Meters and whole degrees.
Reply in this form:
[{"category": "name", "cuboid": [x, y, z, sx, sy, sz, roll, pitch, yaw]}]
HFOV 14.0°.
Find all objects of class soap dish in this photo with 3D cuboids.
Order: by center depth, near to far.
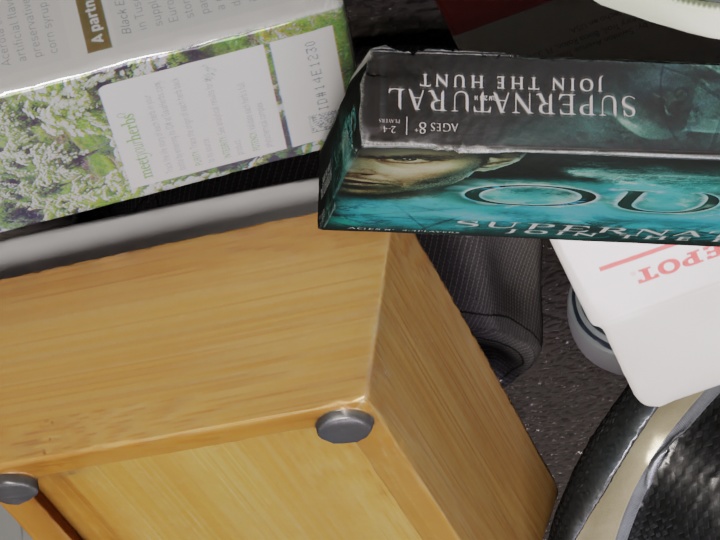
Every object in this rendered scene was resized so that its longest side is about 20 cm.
[{"category": "soap dish", "cuboid": [-0.034, 0.058, 0.942, 0.157, 0.081, 0.200, -11, 148, 14]}]

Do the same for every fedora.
[{"category": "fedora", "cuboid": [0.000, 0.000, 1.019, 0.200, 0.091, 0.177, 10, 146, -42]}, {"category": "fedora", "cuboid": [0.150, 0.081, 1.023, 0.200, 0.092, 0.201, -40, 153, -25]}]

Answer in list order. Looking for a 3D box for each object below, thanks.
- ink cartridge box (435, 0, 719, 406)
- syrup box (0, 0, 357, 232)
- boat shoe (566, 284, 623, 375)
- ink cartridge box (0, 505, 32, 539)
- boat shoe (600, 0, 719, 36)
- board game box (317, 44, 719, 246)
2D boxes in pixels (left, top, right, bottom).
[{"category": "ink cartridge box", "cuboid": [0.100, -0.061, 0.879, 0.116, 0.068, 0.200, -19, 127, 11]}, {"category": "syrup box", "cuboid": [-0.104, -0.063, 0.840, 0.199, 0.082, 0.079, -14, 153, -1]}, {"category": "boat shoe", "cuboid": [0.168, -0.028, 1.092, 0.200, 0.071, 0.091, -21, 153, -1]}, {"category": "ink cartridge box", "cuboid": [-0.047, 0.083, 1.133, 0.200, 0.117, 0.067, 6, 154, -36]}, {"category": "boat shoe", "cuboid": [0.032, -0.113, 0.747, 0.199, 0.073, 0.062, 16, 148, 22]}, {"category": "board game box", "cuboid": [0.092, -0.029, 0.791, 0.199, 0.028, 0.135, 2, 172, -4]}]
